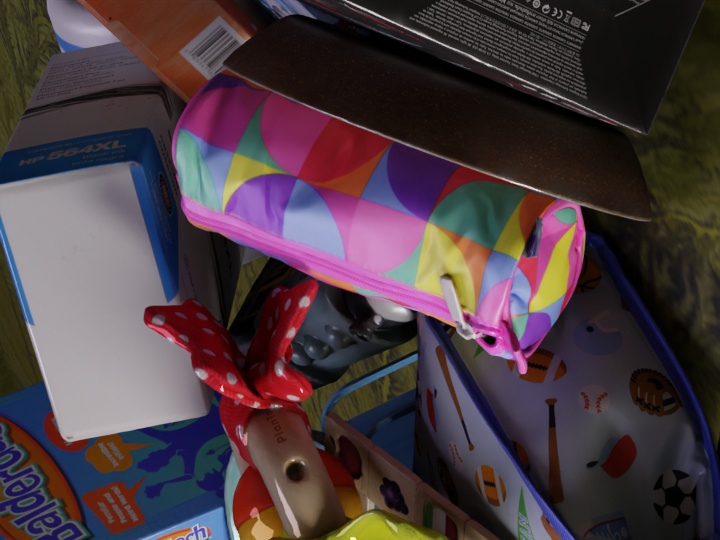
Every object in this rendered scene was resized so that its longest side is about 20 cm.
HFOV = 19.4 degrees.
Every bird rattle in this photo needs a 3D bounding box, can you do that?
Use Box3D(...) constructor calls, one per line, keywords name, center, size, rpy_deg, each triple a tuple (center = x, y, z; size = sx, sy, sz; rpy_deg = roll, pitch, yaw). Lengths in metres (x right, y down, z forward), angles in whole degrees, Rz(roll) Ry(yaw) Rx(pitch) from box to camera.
Box3D(name="bird rattle", center=(-0.038, 0.106, 1.001), size=(0.200, 0.112, 0.163), rpy_deg=(55, 163, 17))

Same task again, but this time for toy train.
Box3D(name="toy train", center=(0.000, 0.000, 1.099), size=(0.085, 0.114, 0.200), rpy_deg=(34, 159, -14))

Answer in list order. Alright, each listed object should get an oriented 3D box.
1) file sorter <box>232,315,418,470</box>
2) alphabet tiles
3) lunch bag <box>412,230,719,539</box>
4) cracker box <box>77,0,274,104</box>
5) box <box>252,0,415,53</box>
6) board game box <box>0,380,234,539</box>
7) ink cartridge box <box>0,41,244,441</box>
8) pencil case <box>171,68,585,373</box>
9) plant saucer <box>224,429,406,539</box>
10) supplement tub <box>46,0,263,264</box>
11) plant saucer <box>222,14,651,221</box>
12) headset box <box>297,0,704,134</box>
Box3D(name="file sorter", center=(0.025, 0.084, 1.227), size=(0.200, 0.138, 0.123), rpy_deg=(36, 145, 59))
Box3D(name="alphabet tiles", center=(0.038, 0.188, 1.046), size=(0.167, 0.008, 0.201), rpy_deg=(35, 139, 36))
Box3D(name="lunch bag", center=(0.113, 0.112, 1.012), size=(0.170, 0.123, 0.201), rpy_deg=(85, 161, -53))
Box3D(name="cracker box", center=(-0.109, -0.183, 1.155), size=(0.134, 0.058, 0.200), rpy_deg=(43, -161, -28))
Box3D(name="box", center=(-0.029, -0.145, 1.046), size=(0.200, 0.038, 0.137), rpy_deg=(41, 179, -33))
Box3D(name="board game box", center=(-0.148, 0.120, 1.226), size=(0.152, 0.199, 0.045), rpy_deg=(50, 153, 43))
Box3D(name="ink cartridge box", center=(-0.125, -0.025, 1.123), size=(0.200, 0.084, 0.147), rpy_deg=(-84, -18, -64))
Box3D(name="pencil case", center=(0.007, -0.027, 0.967), size=(0.199, 0.088, 0.089), rpy_deg=(23, 146, 25))
Box3D(name="plant saucer", center=(0.003, 0.166, 1.116), size=(0.200, 0.036, 0.201), rpy_deg=(34, 137, 38))
Box3D(name="supplement tub", center=(-0.116, -0.113, 1.366), size=(0.132, 0.131, 0.201), rpy_deg=(43, 154, 51))
Box3D(name="plant saucer", center=(0.038, -0.071, 0.917), size=(0.200, 0.199, 0.035), rpy_deg=(32, 103, 62))
Box3D(name="headset box", center=(0.024, -0.130, 0.849), size=(0.148, 0.075, 0.200), rpy_deg=(21, -175, -28))
